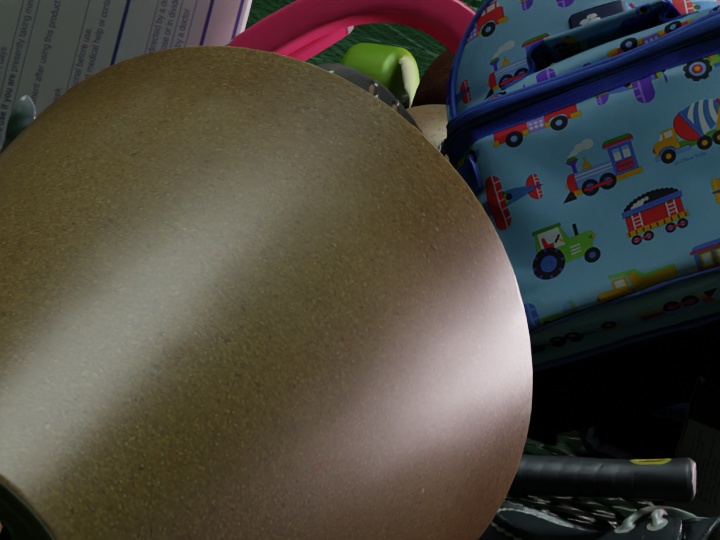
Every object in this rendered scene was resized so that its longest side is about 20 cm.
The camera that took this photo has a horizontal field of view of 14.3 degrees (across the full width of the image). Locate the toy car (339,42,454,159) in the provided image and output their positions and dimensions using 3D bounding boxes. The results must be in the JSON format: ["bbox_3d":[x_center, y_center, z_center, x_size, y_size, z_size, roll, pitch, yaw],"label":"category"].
[{"bbox_3d":[0.040,-0.021,1.408,0.164,0.158,0.200,8,21,22],"label":"toy car"}]

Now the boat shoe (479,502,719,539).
[{"bbox_3d":[0.120,0.114,0.995,0.200,0.060,0.076,23,13,34],"label":"boat shoe"}]

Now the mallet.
[{"bbox_3d":[0.018,0.069,1.026,0.200,0.041,0.066,1,5,3],"label":"mallet"}]

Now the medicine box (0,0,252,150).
[{"bbox_3d":[-0.169,-0.097,1.345,0.200,0.182,0.103,10,11,-29],"label":"medicine box"}]

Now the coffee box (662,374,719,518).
[{"bbox_3d":[0.214,0.113,1.082,0.113,0.080,0.200,8,13,-31],"label":"coffee box"}]

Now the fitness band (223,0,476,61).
[{"bbox_3d":[-0.016,-0.046,1.310,0.144,0.200,0.037,54,-8,13],"label":"fitness band"}]

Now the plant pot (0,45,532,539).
[{"bbox_3d":[-0.072,0.051,0.791,0.186,0.187,0.200,18,24,16],"label":"plant pot"}]

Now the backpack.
[{"bbox_3d":[0.116,-0.053,1.168,0.182,0.200,0.135,-15,-26,15],"label":"backpack"}]

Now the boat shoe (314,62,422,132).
[{"bbox_3d":[0.000,0.000,1.207,0.073,0.200,0.075,-6,41,24],"label":"boat shoe"}]

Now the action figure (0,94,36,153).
[{"bbox_3d":[-0.047,-0.010,1.124,0.200,0.055,0.118,26,8,13],"label":"action figure"}]

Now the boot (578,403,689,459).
[{"bbox_3d":[0.192,0.082,1.293,0.200,0.073,0.090,17,29,2],"label":"boot"}]
